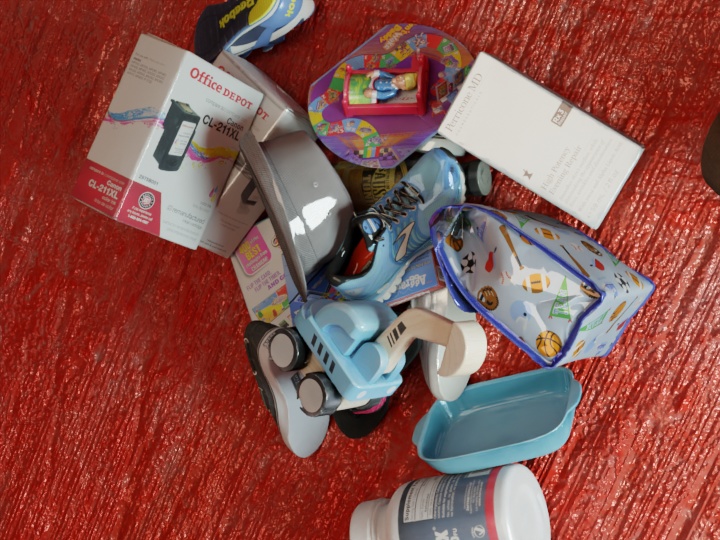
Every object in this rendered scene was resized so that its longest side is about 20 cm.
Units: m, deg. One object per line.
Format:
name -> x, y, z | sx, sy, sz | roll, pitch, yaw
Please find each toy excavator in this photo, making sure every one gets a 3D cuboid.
toy excavator -> 0.019, 0.077, 1.330 | 0.195, 0.099, 0.200 | 53, 125, 28

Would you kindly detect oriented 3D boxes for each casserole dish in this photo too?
casserole dish -> 0.151, 0.166, 1.368 | 0.199, 0.121, 0.039 | -16, 118, 26

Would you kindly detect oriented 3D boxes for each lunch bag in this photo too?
lunch bag -> 0.177, 0.004, 1.318 | 0.200, 0.170, 0.124 | 41, 109, 22

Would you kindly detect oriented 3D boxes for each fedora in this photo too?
fedora -> -0.060, -0.074, 1.409 | 0.090, 0.177, 0.201 | -23, 101, -5

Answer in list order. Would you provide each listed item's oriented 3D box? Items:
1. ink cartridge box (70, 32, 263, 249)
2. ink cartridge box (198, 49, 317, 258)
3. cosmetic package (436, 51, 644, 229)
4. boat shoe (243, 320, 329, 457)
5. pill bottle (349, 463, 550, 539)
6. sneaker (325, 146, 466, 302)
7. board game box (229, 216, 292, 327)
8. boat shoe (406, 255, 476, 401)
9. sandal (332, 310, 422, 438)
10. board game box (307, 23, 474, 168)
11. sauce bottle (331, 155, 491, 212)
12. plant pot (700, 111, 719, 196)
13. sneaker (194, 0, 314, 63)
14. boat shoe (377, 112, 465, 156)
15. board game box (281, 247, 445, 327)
ink cartridge box -> -0.215, -0.144, 1.430 | 0.082, 0.145, 0.201 | 25, 92, 35
ink cartridge box -> -0.162, -0.141, 1.535 | 0.200, 0.085, 0.146 | -51, 57, 9
cosmetic package -> 0.191, -0.139, 1.343 | 0.199, 0.074, 0.102 | 31, 103, 9
boat shoe -> -0.086, 0.135, 1.475 | 0.056, 0.069, 0.201 | 28, 145, 38
pill bottle -> 0.095, 0.284, 1.383 | 0.199, 0.119, 0.121 | -15, 81, 28
sneaker -> 0.036, -0.046, 1.360 | 0.078, 0.090, 0.201 | 43, 105, 31
board game box -> -0.066, 0.025, 1.524 | 0.152, 0.040, 0.201 | -25, 77, 26
boat shoe -> 0.082, 0.045, 1.428 | 0.068, 0.072, 0.202 | -5, 88, 43
sandal -> 0.007, 0.124, 1.440 | 0.075, 0.045, 0.201 | 37, 133, 10
board game box -> 0.033, -0.210, 1.418 | 0.200, 0.039, 0.158 | -39, 62, -12
sauce bottle -> 0.051, -0.101, 1.449 | 0.199, 0.066, 0.067 | -5, 87, 30
plant pot -> 0.429, -0.090, 1.191 | 0.199, 0.186, 0.188 | 28, 102, 41
sneaker -> -0.135, -0.299, 1.554 | 0.199, 0.082, 0.075 | -16, 76, 49
boat shoe -> 0.036, -0.178, 1.456 | 0.199, 0.071, 0.064 | 20, 99, 30
board game box -> 0.000, 0.000, 1.442 | 0.199, 0.019, 0.104 | -20, 69, 29
